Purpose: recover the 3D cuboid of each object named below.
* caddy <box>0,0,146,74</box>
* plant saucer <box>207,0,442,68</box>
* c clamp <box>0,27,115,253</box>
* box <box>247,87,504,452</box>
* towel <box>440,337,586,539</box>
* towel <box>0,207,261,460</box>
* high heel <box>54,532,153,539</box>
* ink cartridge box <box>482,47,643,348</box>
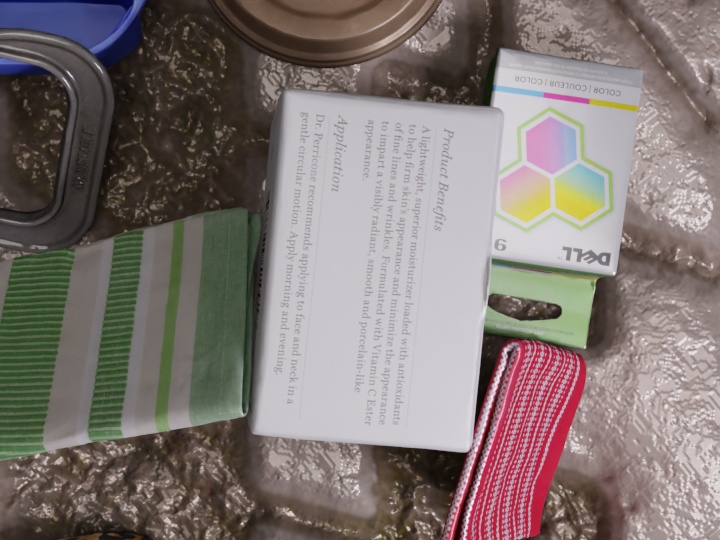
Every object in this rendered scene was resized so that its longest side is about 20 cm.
[{"bbox_3d":[-0.238,-0.207,0.751,0.200,0.105,0.142,-1,89,-1],"label":"caddy"},{"bbox_3d":[-0.026,-0.249,0.794,0.200,0.029,0.200,0,90,-2],"label":"plant saucer"},{"bbox_3d":[-0.260,-0.082,0.748,0.171,0.027,0.200,18,122,-14],"label":"c clamp"},{"bbox_3d":[0.000,0.000,0.702,0.131,0.200,0.199,6,89,-6],"label":"box"},{"bbox_3d":[0.106,0.118,0.717,0.022,0.200,0.145,17,90,23],"label":"towel"},{"bbox_3d":[-0.157,0.040,0.667,0.200,0.023,0.153,-12,52,15],"label":"towel"},{"bbox_3d":[-0.156,0.230,0.732,0.200,0.143,0.071,16,90,-1],"label":"high heel"},{"bbox_3d":[0.131,-0.049,0.779,0.104,0.059,0.200,9,89,-1],"label":"ink cartridge box"}]
